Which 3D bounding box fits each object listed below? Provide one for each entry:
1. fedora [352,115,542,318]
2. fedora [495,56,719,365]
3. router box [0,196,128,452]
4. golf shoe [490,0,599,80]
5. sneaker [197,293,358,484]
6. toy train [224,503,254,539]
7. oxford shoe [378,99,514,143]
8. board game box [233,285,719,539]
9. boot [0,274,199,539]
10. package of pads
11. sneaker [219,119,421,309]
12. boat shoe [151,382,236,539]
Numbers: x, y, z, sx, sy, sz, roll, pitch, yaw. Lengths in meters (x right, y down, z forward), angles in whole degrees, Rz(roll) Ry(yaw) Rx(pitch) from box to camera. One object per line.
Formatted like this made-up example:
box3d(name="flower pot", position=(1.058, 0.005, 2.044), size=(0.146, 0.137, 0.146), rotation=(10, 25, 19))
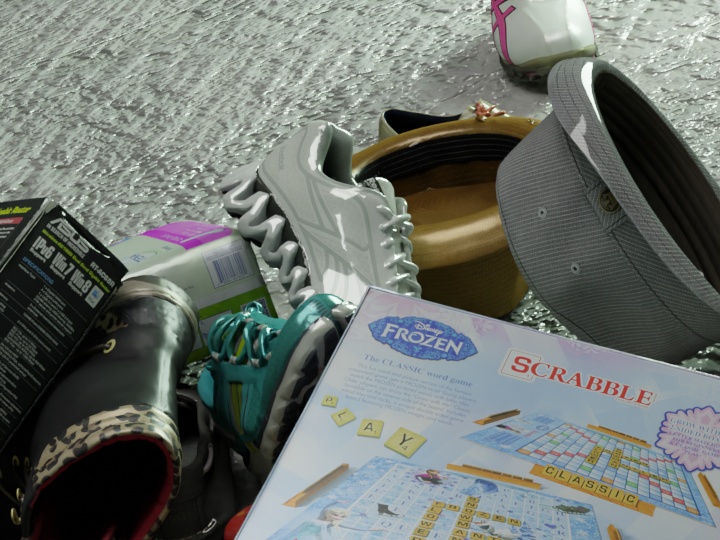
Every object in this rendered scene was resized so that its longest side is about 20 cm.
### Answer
box3d(name="fedora", position=(0.055, -0.023, 1.342), size=(0.200, 0.082, 0.201), rotation=(-14, 24, 6))
box3d(name="fedora", position=(0.141, -0.013, 1.195), size=(0.090, 0.200, 0.177), rotation=(-37, -5, 21))
box3d(name="router box", position=(-0.224, 0.040, 1.170), size=(0.200, 0.062, 0.150), rotation=(-1, 50, 58))
box3d(name="golf shoe", position=(0.128, -0.205, 1.689), size=(0.072, 0.092, 0.200), rotation=(-14, 25, 0))
box3d(name="sneaker", position=(-0.047, 0.054, 1.135), size=(0.077, 0.080, 0.200), rotation=(-42, -5, -22))
box3d(name="toy train", position=(-0.056, 0.148, 1.051), size=(0.116, 0.085, 0.200), rotation=(-9, 21, 49))
box3d(name="oxford shoe", position=(0.089, -0.069, 1.430), size=(0.199, 0.075, 0.070), rotation=(2, 29, 35))
box3d(name="board game box", position=(0.061, 0.108, 0.969), size=(0.199, 0.041, 0.200), rotation=(15, 47, 16))
box3d(name="boot", position=(-0.154, 0.107, 1.124), size=(0.200, 0.073, 0.151), rotation=(-43, 22, 15))
box3d(name="package of pads", position=(-0.148, 0.025, 1.329), size=(0.154, 0.068, 0.200), rotation=(-21, 8, -14))
box3d(name="sneaker", position=(0.000, 0.000, 1.222), size=(0.081, 0.075, 0.200), rotation=(-41, 62, 11))
box3d(name="boat shoe", position=(-0.104, 0.092, 1.218), size=(0.067, 0.057, 0.200), rotation=(-18, 24, -5))
